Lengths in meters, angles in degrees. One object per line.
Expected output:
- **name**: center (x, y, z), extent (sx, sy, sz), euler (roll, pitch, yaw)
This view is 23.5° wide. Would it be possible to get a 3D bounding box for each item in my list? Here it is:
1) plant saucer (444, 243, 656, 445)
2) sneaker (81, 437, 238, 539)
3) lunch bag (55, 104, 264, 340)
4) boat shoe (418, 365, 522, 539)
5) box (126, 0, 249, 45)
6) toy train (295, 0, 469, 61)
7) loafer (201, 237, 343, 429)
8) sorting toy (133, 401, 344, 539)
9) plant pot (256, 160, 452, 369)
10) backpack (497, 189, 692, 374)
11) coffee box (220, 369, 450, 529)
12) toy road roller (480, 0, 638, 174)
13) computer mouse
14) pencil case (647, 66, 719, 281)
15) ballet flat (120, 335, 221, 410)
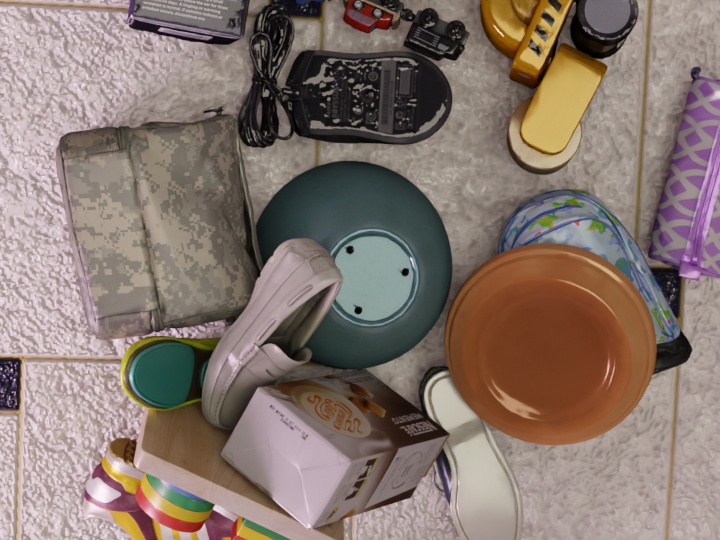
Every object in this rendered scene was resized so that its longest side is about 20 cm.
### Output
- **plant saucer**: center (0.174, 0.075, 1.606), extent (0.198, 0.037, 0.202), euler (5, 112, 11)
- **sneaker**: center (-0.168, 0.236, 1.656), extent (0.199, 0.075, 0.091), euler (27, 107, -11)
- **lunch bag**: center (-0.177, -0.040, 1.582), extent (0.166, 0.139, 0.202), euler (-10, 92, -2)
- **boat shoe**: center (0.104, 0.189, 1.694), extent (0.074, 0.062, 0.202), euler (-24, 96, -4)
- **box**: center (-0.144, -0.312, 1.563), extent (0.103, 0.148, 0.202), euler (9, 93, -9)
- **toy train**: center (0.006, -0.246, 1.632), extent (0.198, 0.034, 0.046), euler (24, 84, 2)
- **loafer**: center (-0.080, 0.066, 1.545), extent (0.070, 0.070, 0.201), euler (1, 125, -48)
- **sorting toy**: center (-0.119, 0.188, 1.595), extent (0.197, 0.200, 0.070), euler (26, 108, -11)
- **plant pot**: center (0.000, 0.000, 1.622), extent (0.198, 0.135, 0.202), euler (-1, 95, -10)
- **backpack**: center (0.210, 0.019, 1.665), extent (0.162, 0.154, 0.202), euler (-20, 86, 13)
- **coffee box**: center (-0.019, 0.159, 1.581), extent (0.114, 0.199, 0.080), euler (37, 108, 23)
- **toy road roller**: center (0.166, -0.204, 1.643), extent (0.145, 0.123, 0.201), euler (25, 90, 4)
- **computer mouse**: center (-0.012, -0.171, 1.649), extent (0.198, 0.053, 0.140), euler (8, 85, -3)
- **pencil case**: center (0.342, -0.092, 1.696), extent (0.083, 0.085, 0.202), euler (12, 94, -8)
- **ballet flat**: center (-0.168, 0.090, 1.589), extent (0.067, 0.199, 0.068), euler (13, 96, 34)
